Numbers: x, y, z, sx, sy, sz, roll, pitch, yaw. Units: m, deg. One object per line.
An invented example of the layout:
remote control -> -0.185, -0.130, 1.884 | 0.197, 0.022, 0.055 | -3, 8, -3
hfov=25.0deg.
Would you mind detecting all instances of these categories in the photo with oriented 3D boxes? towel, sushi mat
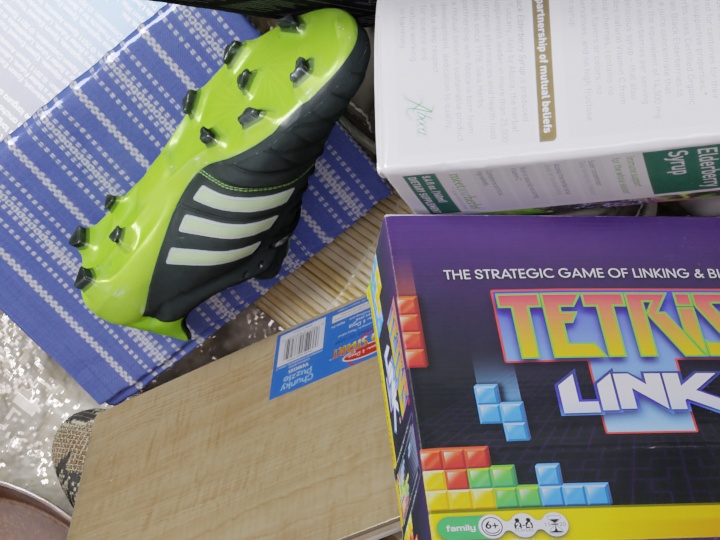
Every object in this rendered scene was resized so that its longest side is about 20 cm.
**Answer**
towel -> -0.101, -0.032, 0.790 | 0.200, 0.024, 0.145 | -36, 114, 16
sushi mat -> 0.000, 0.000, 0.800 | 0.200, 0.012, 0.096 | 36, 95, 33

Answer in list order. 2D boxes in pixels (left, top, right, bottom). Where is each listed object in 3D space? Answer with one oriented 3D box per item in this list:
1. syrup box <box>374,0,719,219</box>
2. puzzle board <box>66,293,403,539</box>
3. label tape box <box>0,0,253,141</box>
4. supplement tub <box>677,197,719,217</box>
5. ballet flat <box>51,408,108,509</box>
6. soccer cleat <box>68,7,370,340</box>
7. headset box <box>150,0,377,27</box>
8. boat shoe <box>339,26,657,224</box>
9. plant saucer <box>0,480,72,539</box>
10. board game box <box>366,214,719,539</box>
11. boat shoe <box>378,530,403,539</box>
syrup box -> 0.111, -0.075, 0.662 | 0.199, 0.079, 0.082 | -4, 76, 14
puzzle board -> -0.053, 0.090, 0.750 | 0.199, 0.151, 0.017 | -24, 125, 22
label tape box -> -0.174, -0.106, 0.839 | 0.143, 0.066, 0.200 | 42, 99, 4
supplement tub -> 0.168, -0.139, 0.764 | 0.140, 0.140, 0.201 | -31, 87, 5
ballet flat -> -0.085, 0.146, 0.825 | 0.200, 0.075, 0.068 | 44, 95, 4
soccer cleat -> -0.053, -0.041, 0.738 | 0.081, 0.068, 0.200 | 24, 127, -34
headset box -> 0.027, -0.162, 0.658 | 0.199, 0.174, 0.093 | -4, 91, 34
boat shoe -> 0.048, -0.074, 0.764 | 0.201, 0.060, 0.072 | 33, 90, 26
plant saucer -> -0.193, 0.199, 0.842 | 0.199, 0.034, 0.202 | 3, 100, 15
board game box -> 0.111, 0.054, 0.667 | 0.198, 0.057, 0.166 | 0, 50, -10
boat shoe -> 0.065, 0.134, 0.760 | 0.073, 0.200, 0.063 | 36, 87, 32
